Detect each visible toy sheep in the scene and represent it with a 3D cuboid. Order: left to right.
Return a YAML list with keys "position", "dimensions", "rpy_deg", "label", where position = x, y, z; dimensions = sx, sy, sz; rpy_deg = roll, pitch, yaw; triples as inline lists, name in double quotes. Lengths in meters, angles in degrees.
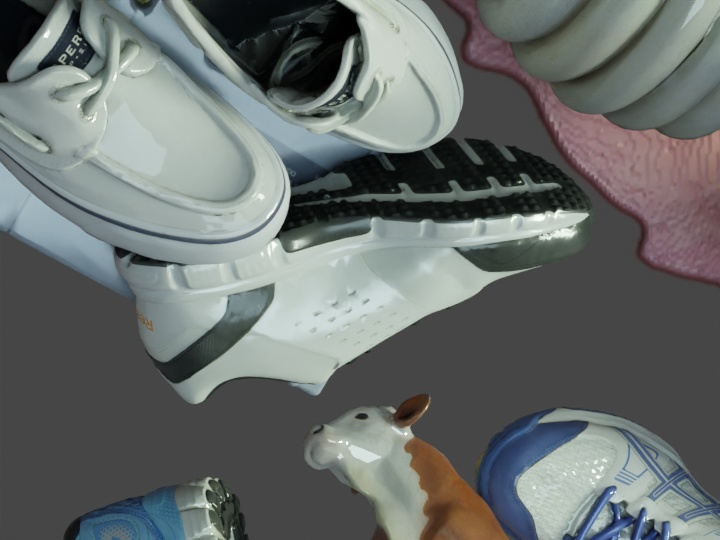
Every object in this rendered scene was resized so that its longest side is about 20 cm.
- position: [0.124, -0.121, 0.854]
  dimensions: [0.199, 0.138, 0.138]
  rpy_deg: [30, 96, -18]
  label: "toy sheep"

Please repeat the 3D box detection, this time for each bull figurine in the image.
- position: [0.041, 0.151, 0.921]
  dimensions: [0.065, 0.122, 0.200]
  rpy_deg: [-24, 118, 26]
  label: "bull figurine"

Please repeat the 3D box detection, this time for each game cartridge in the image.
- position: [-0.067, -0.047, 0.875]
  dimensions: [0.199, 0.042, 0.134]
  rpy_deg: [30, 92, -21]
  label: "game cartridge"

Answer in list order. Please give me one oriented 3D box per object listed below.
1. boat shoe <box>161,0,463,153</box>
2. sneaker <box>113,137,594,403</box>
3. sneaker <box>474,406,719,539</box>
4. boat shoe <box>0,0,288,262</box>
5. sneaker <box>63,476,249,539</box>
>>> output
- position: [-0.017, -0.086, 0.784]
  dimensions: [0.072, 0.066, 0.200]
  rpy_deg: [-28, 144, 14]
  label: "boat shoe"
- position: [0.000, 0.000, 0.859]
  dimensions: [0.199, 0.074, 0.080]
  rpy_deg: [-10, 119, -7]
  label: "sneaker"
- position: [0.147, 0.128, 0.955]
  dimensions: [0.199, 0.088, 0.076]
  rpy_deg: [26, 100, -19]
  label: "sneaker"
- position: [-0.113, -0.076, 0.778]
  dimensions: [0.200, 0.066, 0.072]
  rpy_deg: [37, 69, 3]
  label: "boat shoe"
- position: [-0.089, 0.189, 0.929]
  dimensions: [0.089, 0.078, 0.201]
  rpy_deg: [-5, 104, 6]
  label: "sneaker"
